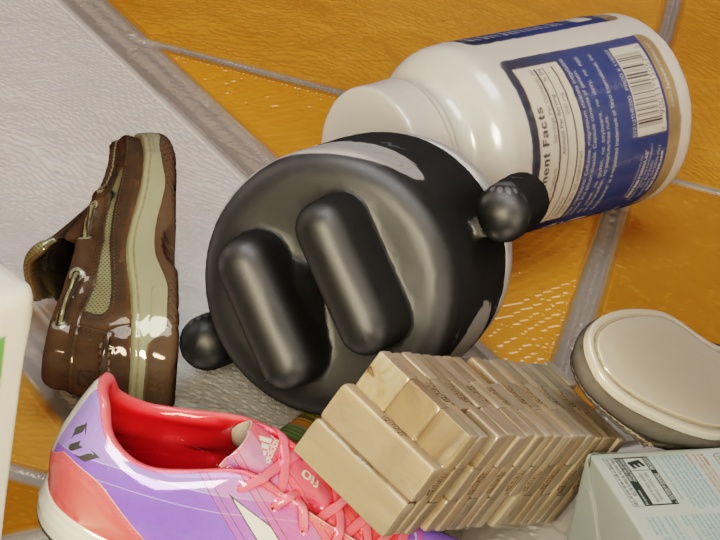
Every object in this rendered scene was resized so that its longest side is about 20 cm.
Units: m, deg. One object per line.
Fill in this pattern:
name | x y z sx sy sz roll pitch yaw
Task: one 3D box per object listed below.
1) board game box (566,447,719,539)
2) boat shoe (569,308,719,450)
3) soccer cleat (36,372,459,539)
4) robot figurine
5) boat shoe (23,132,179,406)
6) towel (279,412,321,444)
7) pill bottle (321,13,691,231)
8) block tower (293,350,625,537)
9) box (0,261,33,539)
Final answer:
board game box | 0.208 0.140 1.074 0.198 0.065 0.148 -1 32 -19
boat shoe | 0.154 0.061 1.153 0.199 0.057 0.067 7 55 -48
soccer cleat | -0.030 0.100 1.004 0.198 0.074 0.068 17 32 -7
robot figurine | 0.002 0.001 1.158 0.149 0.126 0.200 16 12 14
boat shoe | -0.127 -0.008 1.205 0.074 0.075 0.203 1 30 -6
towel | -0.031 0.110 1.088 0.086 0.018 0.200 22 30 25
pill bottle | 0.079 -0.075 1.357 0.199 0.112 0.111 -14 38 -39
block tower | 0.049 0.074 1.054 0.058 0.054 0.200 43 15 20
box | -0.248 0.065 0.893 0.171 0.200 0.199 -18 40 -42
